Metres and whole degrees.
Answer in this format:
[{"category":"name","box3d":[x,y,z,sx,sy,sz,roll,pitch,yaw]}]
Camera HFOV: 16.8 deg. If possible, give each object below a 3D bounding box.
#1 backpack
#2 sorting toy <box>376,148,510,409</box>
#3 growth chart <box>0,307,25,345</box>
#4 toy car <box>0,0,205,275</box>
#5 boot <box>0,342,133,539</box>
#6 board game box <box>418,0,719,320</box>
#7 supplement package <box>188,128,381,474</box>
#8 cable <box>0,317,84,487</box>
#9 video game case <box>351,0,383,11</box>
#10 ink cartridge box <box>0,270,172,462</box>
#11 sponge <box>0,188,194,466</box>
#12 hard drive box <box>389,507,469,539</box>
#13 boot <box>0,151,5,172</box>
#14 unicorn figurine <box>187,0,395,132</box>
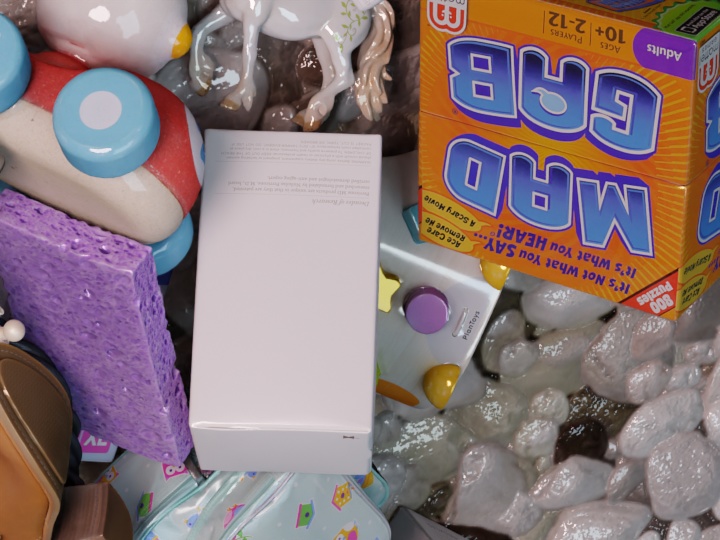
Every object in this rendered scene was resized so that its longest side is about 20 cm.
[{"category":"backpack","box3d":[-0.090,0.175,1.730,0.200,0.154,0.176,-37,138,1]},{"category":"sorting toy","box3d":[0.000,0.000,1.731,0.179,0.107,0.201,18,108,-16]},{"category":"growth chart","box3d":[-0.293,0.007,1.452,0.144,0.018,0.200,-9,145,18]},{"category":"toy car","box3d":[-0.150,-0.134,1.511,0.201,0.176,0.185,-61,166,-17]},{"category":"boot","box3d":[-0.250,0.135,1.546,0.154,0.074,0.201,-11,130,16]},{"category":"board game box","box3d":[0.173,-0.122,1.631,0.200,0.199,0.201,-38,137,-46]},{"category":"supplement package","box3d":[-0.047,0.022,1.599,0.119,0.202,0.121,2,162,0]},{"category":"cable","box3d":[-0.266,0.091,1.598,0.199,0.051,0.164,26,119,-14]},{"category":"video game case","box3d":[0.095,-0.241,1.539,0.181,0.200,0.024,-30,98,28]},{"category":"ink cartridge box","box3d":[-0.199,0.035,1.657,0.119,0.042,0.201,5,113,-33]},{"category":"sponge","box3d":[-0.170,0.040,1.554,0.030,0.111,0.201,-54,153,-33]},{"category":"hard drive box","box3d":[0.105,0.287,1.875,0.155,0.200,0.077,30,100,-38]},{"category":"boot","box3d":[-0.321,-0.092,1.438,0.151,0.199,0.073,64,38,-33]},{"category":"unicorn figurine","box3d":[-0.054,-0.169,1.608,0.199,0.074,0.138,9,103,-49]}]
